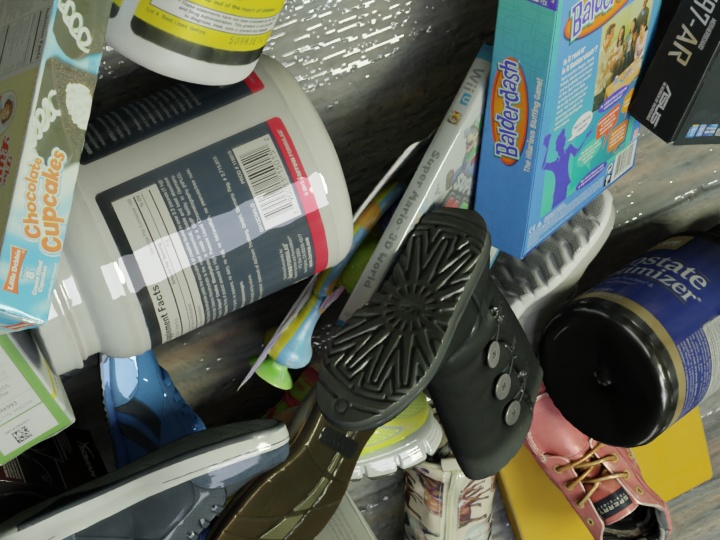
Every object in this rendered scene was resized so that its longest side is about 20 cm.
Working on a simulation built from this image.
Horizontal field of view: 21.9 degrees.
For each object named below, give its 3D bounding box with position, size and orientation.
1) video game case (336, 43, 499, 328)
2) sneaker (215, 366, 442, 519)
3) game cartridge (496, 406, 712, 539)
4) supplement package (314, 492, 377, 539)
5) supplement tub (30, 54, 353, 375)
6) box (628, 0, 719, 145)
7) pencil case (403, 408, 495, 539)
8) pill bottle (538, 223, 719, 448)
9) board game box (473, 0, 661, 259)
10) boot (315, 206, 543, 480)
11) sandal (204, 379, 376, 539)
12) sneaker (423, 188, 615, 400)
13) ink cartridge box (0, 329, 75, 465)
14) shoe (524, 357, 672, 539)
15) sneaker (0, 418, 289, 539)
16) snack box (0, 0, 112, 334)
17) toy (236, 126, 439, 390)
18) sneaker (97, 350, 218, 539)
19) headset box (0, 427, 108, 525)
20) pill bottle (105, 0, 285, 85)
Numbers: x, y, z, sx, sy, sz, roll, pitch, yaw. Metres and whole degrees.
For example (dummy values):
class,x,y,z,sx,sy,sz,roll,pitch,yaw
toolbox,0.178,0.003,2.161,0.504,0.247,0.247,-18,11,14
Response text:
class,x,y,z,sx,sy,sz,roll,pitch,yaw
video game case,0.063,-0.034,1.224,0.201,0.018,0.143,-62,152,-4
sneaker,-0.044,0.113,1.330,0.199,0.078,0.091,-21,117,-15
game cartridge,0.188,0.132,1.487,0.176,0.032,0.201,-26,129,-8
supplement package,-0.071,0.255,1.383,0.199,0.117,0.117,-32,133,-3
supplement tub,-0.117,-0.033,1.122,0.199,0.140,0.141,-24,132,-12
box,0.289,-0.165,1.270,0.199,0.044,0.161,-4,127,-44
pencil case,0.067,0.194,1.427,0.077,0.090,0.201,-3,127,-6
pill bottle,0.228,0.038,1.344,0.200,0.112,0.112,-30,139,-41
board game box,0.138,-0.128,1.207,0.152,0.045,0.201,-36,142,-43
boot,0.051,0.078,1.208,0.165,0.065,0.200,-53,151,-20
sandal,-0.042,0.118,1.264,0.082,0.054,0.201,37,81,-45
sneaker,0.119,0.014,1.344,0.082,0.075,0.200,10,127,-47
ink cartridge box,-0.251,0.014,1.117,0.059,0.104,0.200,-31,132,-2
shoe,0.172,0.142,1.386,0.071,0.091,0.200,-36,139,6
sneaker,-0.115,0.189,1.188,0.202,0.077,0.147,-25,93,7
snack box,-0.192,-0.064,1.012,0.037,0.116,0.201,20,72,-34
toy,0.000,0.000,1.234,0.047,0.115,0.200,40,107,2
sneaker,-0.131,0.104,1.248,0.078,0.066,0.201,-10,112,-3
headset box,-0.286,0.171,1.236,0.199,0.077,0.149,13,117,-33
pill bottle,-0.074,-0.213,1.032,0.112,0.113,0.201,10,119,-33
